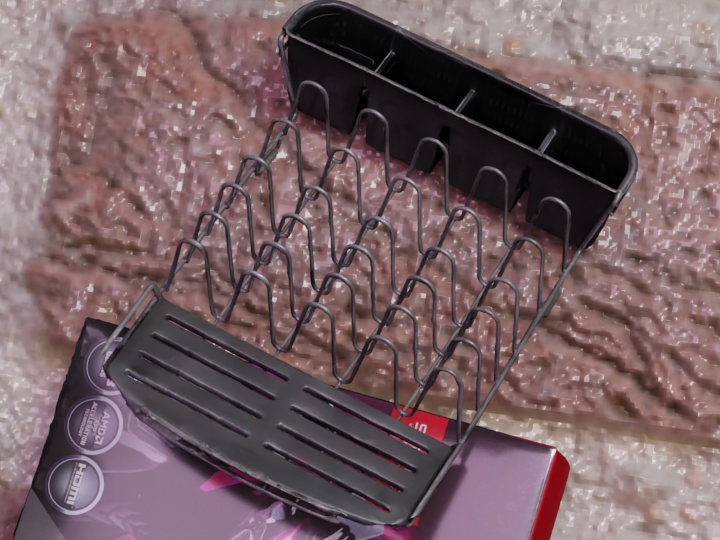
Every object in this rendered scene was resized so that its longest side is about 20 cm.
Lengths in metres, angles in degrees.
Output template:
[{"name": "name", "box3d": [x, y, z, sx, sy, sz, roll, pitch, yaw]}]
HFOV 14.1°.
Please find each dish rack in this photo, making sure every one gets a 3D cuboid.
[{"name": "dish rack", "box3d": [0.000, 0.000, 1.122, 0.153, 0.055, 0.200, 26, 54, 12]}]

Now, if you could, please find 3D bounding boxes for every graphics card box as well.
[{"name": "graphics card box", "box3d": [-0.031, 0.105, 1.137, 0.200, 0.051, 0.126, 16, 79, 10]}]
